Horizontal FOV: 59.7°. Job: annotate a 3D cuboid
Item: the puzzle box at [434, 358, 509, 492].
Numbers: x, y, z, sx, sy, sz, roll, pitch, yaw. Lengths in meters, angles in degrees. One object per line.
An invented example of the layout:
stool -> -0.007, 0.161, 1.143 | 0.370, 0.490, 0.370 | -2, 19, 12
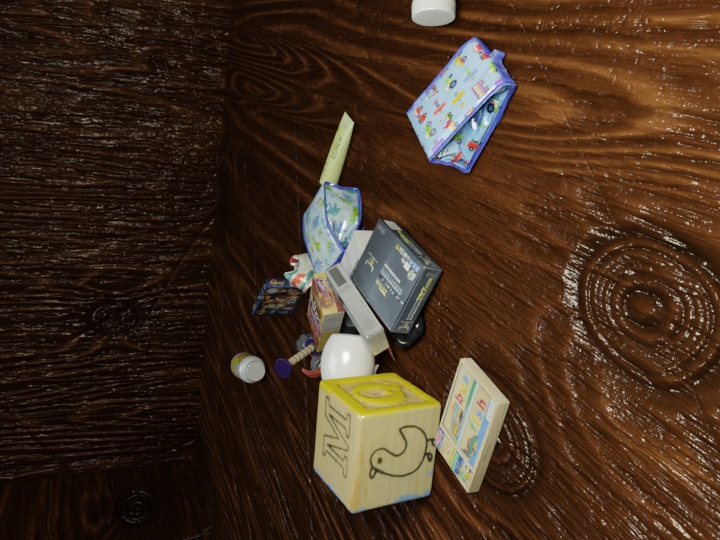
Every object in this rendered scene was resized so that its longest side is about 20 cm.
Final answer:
puzzle box -> 0.195, 0.275, 1.125 | 0.133, 0.025, 0.201 | -128, 45, -56

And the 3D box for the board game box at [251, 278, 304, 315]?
board game box -> -0.262, 0.088, 2.021 | 0.200, 0.135, 0.035 | 126, 138, -53

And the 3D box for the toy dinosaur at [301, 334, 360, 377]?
toy dinosaur -> -0.058, 0.243, 1.558 | 0.182, 0.199, 0.105 | 60, -174, -75

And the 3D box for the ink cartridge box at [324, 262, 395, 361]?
ink cartridge box -> -0.001, 0.103, 1.395 | 0.200, 0.043, 0.174 | 55, 171, 33

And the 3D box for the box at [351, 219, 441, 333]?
box -> 0.069, 0.009, 1.311 | 0.200, 0.051, 0.158 | 53, 126, 47

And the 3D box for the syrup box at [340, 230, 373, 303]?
syrup box -> 0.000, 0.000, 1.503 | 0.200, 0.078, 0.082 | 115, 146, -43

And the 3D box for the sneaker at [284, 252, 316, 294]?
sneaker -> -0.134, -0.030, 1.693 | 0.200, 0.093, 0.070 | -60, 0, -38

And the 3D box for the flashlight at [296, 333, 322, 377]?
flashlight -> -0.136, 0.245, 1.819 | 0.200, 0.067, 0.068 | -153, 63, -62

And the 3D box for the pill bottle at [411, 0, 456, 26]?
pill bottle -> 0.138, -0.571, 1.170 | 0.111, 0.111, 0.201 | -179, 90, -66

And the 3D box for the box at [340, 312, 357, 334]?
box -> -0.073, 0.114, 1.697 | 0.158, 0.051, 0.201 | 119, 143, -46

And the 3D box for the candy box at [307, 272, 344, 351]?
candy box -> -0.089, 0.105, 1.559 | 0.200, 0.056, 0.117 | 106, 151, -55

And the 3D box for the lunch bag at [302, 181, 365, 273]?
lunch bag -> -0.070, -0.096, 1.607 | 0.170, 0.127, 0.201 | 129, 145, -54

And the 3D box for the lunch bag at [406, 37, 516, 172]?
lunch bag -> 0.184, -0.303, 1.107 | 0.200, 0.094, 0.151 | -56, 37, 37

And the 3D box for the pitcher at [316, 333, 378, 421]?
pitcher -> -0.008, 0.247, 1.414 | 0.121, 0.171, 0.201 | 178, 97, -67

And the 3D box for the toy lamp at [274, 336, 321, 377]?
toy lamp -> -0.154, 0.223, 1.684 | 0.058, 0.200, 0.058 | 7, 107, 25

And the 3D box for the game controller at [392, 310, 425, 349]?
game controller -> 0.091, 0.066, 1.361 | 0.104, 0.042, 0.201 | -39, 53, 42

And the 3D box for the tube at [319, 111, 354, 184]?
tube -> -0.060, -0.320, 1.689 | 0.058, 0.052, 0.201 | 31, 121, 16

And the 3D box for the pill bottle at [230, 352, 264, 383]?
pill bottle -> -0.431, 0.378, 2.430 | 0.200, 0.104, 0.105 | 178, 92, -65

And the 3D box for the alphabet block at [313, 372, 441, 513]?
alphabet block -> 0.029, 0.340, 1.283 | 0.196, 0.195, 0.201 | 22, 110, 58
